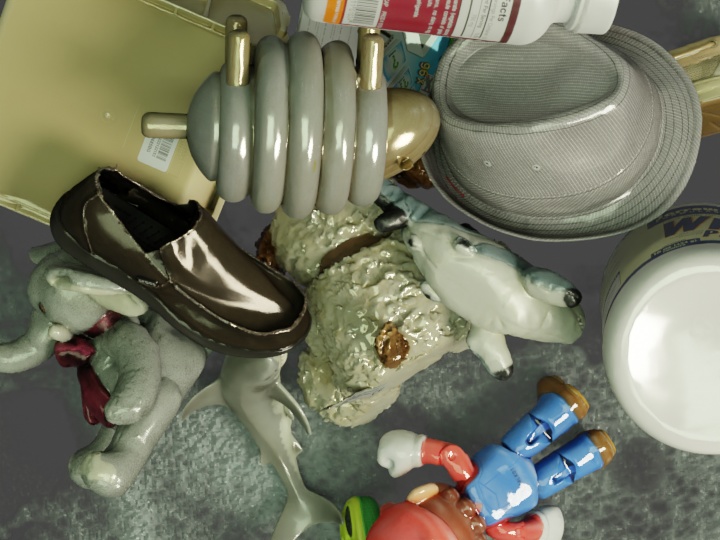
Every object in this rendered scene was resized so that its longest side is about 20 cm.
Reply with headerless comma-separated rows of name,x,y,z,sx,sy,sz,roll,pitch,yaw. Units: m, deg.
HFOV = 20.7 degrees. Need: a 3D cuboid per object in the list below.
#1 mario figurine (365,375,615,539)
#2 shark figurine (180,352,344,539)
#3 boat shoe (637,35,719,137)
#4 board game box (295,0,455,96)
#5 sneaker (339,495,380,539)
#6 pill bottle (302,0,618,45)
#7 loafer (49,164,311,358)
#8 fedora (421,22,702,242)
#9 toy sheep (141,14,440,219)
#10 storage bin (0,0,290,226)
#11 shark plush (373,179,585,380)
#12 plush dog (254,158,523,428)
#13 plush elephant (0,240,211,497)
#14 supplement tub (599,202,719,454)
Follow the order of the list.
mario figurine,0.087,0.163,1.492,0.200,0.106,0.123,-33,62,-12
shark figurine,-0.088,0.116,1.501,0.089,0.128,0.215,-21,129,-11
boat shoe,0.187,-0.121,1.431,0.200,0.071,0.065,-12,67,10
board game box,0.024,-0.206,1.436,0.126,0.035,0.200,13,104,1
sneaker,0.052,0.255,1.538,0.084,0.074,0.200,-35,94,-14
pill bottle,0.066,-0.207,1.282,0.200,0.113,0.113,6,104,-6
loafer,-0.120,-0.006,1.372,0.200,0.073,0.071,27,139,-7
fedora,0.129,-0.114,1.352,0.200,0.090,0.177,12,70,23
toy sheep,-0.046,-0.100,1.319,0.200,0.138,0.138,2,104,-2
storage bin,-0.173,-0.128,1.423,0.198,0.094,0.200,23,115,-5
shark plush,0.070,-0.004,1.393,0.200,0.083,0.091,28,120,2
plush dog,0.000,0.000,1.446,0.200,0.160,0.172,-34,74,12
plush elephant,-0.198,0.053,1.461,0.155,0.165,0.200,35,87,-8
supplement tub,0.241,0.033,1.387,0.145,0.200,0.145,1,104,6
